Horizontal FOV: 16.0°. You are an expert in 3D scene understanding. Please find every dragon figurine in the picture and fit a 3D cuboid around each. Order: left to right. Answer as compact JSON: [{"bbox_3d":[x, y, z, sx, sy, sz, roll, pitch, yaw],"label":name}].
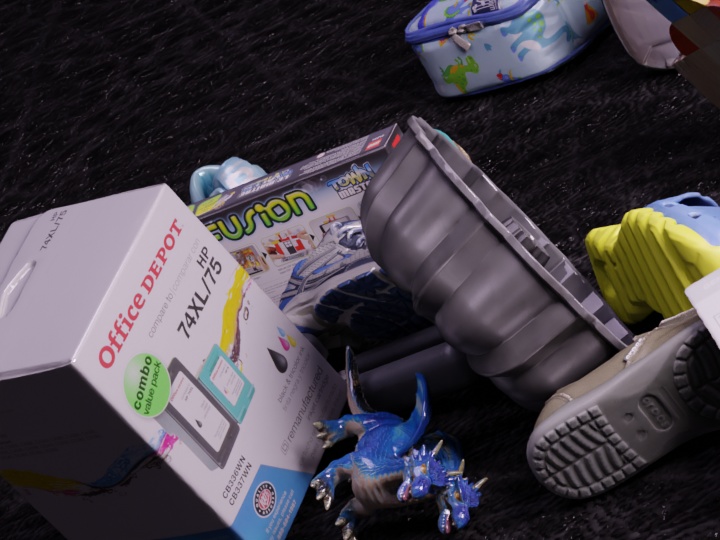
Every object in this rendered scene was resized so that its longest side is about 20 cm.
[{"bbox_3d":[0.027,0.102,1.523,0.099,0.059,0.200,-25,22,16],"label":"dragon figurine"}]

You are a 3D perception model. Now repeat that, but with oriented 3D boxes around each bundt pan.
[{"bbox_3d":[0.074,0.005,1.502,0.076,0.202,0.202,-44,20,7],"label":"bundt pan"}]

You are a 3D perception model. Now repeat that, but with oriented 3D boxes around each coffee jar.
[{"bbox_3d":[0.247,-0.241,1.934,0.085,0.105,0.200,-15,25,30],"label":"coffee jar"}]

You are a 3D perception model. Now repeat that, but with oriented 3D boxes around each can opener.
[{"bbox_3d":[-0.006,0.063,1.642,0.199,0.067,0.053,-23,25,41],"label":"can opener"}]

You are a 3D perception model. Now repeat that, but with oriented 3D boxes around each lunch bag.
[{"bbox_3d":[0.139,-0.225,2.079,0.160,0.083,0.200,-8,29,51],"label":"lunch bag"}]

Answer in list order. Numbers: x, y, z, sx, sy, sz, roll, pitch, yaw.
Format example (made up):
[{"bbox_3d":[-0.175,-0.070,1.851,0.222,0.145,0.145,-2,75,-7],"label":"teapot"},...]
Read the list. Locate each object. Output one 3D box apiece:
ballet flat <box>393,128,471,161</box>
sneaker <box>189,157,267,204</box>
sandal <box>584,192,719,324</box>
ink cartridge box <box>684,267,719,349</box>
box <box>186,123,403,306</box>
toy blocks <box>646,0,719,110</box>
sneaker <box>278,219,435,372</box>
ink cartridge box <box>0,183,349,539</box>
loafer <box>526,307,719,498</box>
[{"bbox_3d":[0.077,-0.010,1.679,0.070,0.066,0.201,-14,48,-13],"label":"ballet flat"},{"bbox_3d":[-0.082,-0.043,1.966,0.074,0.082,0.200,-40,23,-21],"label":"sneaker"},{"bbox_3d":[0.196,-0.013,1.501,0.087,0.080,0.200,-23,7,-8],"label":"sandal"},{"bbox_3d":[0.270,0.038,1.294,0.159,0.047,0.200,-30,34,4],"label":"ink cartridge box"},{"bbox_3d":[-0.035,-0.020,1.812,0.199,0.110,0.035,-19,23,27],"label":"box"},{"bbox_3d":[0.246,-0.160,1.621,0.100,0.137,0.200,-52,9,-17],"label":"toy blocks"},{"bbox_3d":[0.000,0.000,1.675,0.200,0.077,0.086,-25,49,54],"label":"sneaker"},{"bbox_3d":[-0.137,0.074,1.576,0.145,0.200,0.147,-11,42,41],"label":"ink cartridge box"},{"bbox_3d":[0.179,0.052,1.409,0.199,0.075,0.070,-26,25,13],"label":"loafer"}]
